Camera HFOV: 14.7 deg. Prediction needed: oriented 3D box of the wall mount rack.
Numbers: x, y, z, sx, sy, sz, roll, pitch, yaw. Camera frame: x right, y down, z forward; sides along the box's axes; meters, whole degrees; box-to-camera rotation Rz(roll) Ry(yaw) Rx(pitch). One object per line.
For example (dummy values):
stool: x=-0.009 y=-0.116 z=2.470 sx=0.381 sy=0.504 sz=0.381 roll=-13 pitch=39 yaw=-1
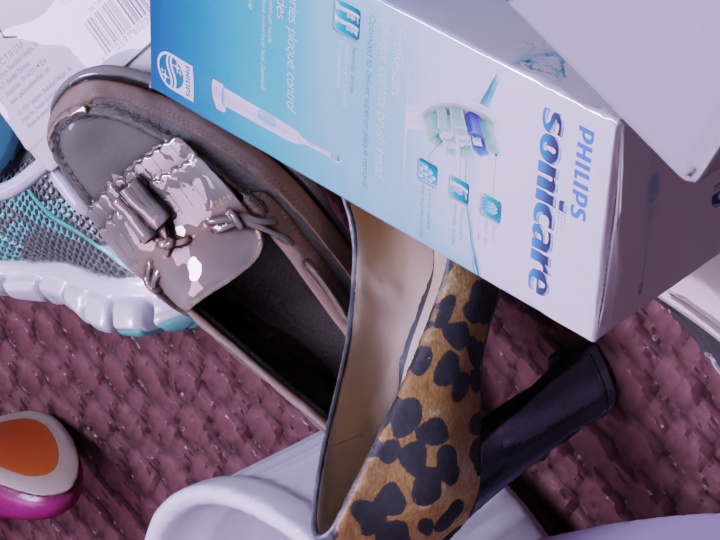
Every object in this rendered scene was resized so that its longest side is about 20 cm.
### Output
wall mount rack: x=-0.111 y=-0.125 z=1.099 sx=0.200 sy=0.075 sz=0.174 roll=-37 pitch=88 yaw=34

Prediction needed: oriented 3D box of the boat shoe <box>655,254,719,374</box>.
boat shoe: x=0.148 y=0.019 z=0.946 sx=0.200 sy=0.057 sz=0.067 roll=46 pitch=109 yaw=11

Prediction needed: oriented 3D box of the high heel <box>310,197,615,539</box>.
high heel: x=0.000 y=0.000 z=1.019 sx=0.071 sy=0.142 sz=0.201 roll=-28 pitch=92 yaw=53

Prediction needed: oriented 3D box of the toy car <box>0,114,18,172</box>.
toy car: x=-0.229 y=-0.160 z=1.199 sx=0.184 sy=0.176 sz=0.201 roll=35 pitch=110 yaw=50

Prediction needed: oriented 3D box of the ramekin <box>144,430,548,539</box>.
ramekin: x=0.009 y=0.157 z=1.146 sx=0.200 sy=0.097 sz=0.201 roll=34 pitch=140 yaw=35

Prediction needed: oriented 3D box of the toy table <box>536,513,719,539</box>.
toy table: x=0.108 y=0.168 z=0.999 sx=0.199 sy=0.184 sz=0.118 roll=-6 pitch=112 yaw=23

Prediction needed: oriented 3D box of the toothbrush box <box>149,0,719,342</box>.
toothbrush box: x=0.049 y=-0.082 z=0.903 sx=0.200 sy=0.146 sz=0.086 roll=32 pitch=136 yaw=32

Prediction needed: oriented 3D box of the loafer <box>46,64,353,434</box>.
loafer: x=-0.041 y=0.001 z=1.070 sx=0.200 sy=0.063 sz=0.072 roll=39 pitch=128 yaw=-20

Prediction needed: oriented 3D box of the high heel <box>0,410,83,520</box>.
high heel: x=-0.186 y=0.117 z=1.378 sx=0.200 sy=0.067 sz=0.097 roll=22 pitch=122 yaw=58

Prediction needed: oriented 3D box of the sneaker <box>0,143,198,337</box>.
sneaker: x=-0.130 y=-0.032 z=1.222 sx=0.199 sy=0.077 sz=0.092 roll=11 pitch=106 yaw=40

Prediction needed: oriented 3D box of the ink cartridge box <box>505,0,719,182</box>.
ink cartridge box: x=0.114 y=-0.132 z=0.749 sx=0.146 sy=0.200 sz=0.084 roll=46 pitch=139 yaw=16
